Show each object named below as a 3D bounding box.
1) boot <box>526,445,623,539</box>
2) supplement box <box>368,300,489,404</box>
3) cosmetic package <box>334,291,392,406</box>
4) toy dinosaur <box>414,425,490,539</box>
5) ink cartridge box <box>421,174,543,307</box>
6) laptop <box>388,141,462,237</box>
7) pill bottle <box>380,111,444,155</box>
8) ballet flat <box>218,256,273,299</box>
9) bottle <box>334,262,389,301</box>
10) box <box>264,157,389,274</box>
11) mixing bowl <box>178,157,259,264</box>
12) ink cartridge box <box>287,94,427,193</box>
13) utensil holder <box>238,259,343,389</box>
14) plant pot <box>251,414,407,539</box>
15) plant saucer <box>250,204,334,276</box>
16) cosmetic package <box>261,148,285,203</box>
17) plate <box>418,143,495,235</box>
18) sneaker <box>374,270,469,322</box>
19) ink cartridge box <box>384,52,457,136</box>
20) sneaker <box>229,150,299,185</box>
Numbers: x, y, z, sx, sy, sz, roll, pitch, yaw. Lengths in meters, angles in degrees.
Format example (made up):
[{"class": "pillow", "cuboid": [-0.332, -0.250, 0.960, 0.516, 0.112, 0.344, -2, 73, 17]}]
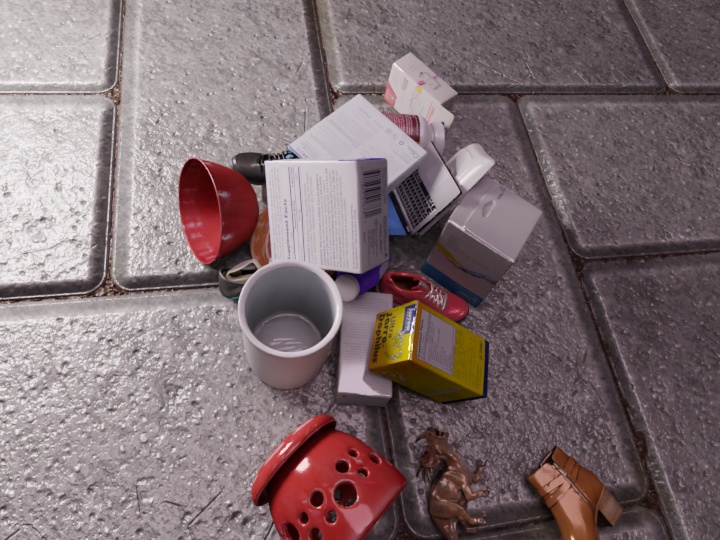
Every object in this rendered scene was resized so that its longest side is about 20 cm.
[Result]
[{"class": "boot", "cuboid": [0.350, 0.421, 0.959, 0.155, 0.074, 0.199, 45, 52, 12]}, {"class": "supplement box", "cuboid": [0.126, 0.152, 0.988, 0.199, 0.109, 0.110, 30, 56, -31]}, {"class": "cosmetic package", "cuboid": [0.007, 0.145, 1.039, 0.100, 0.072, 0.203, 6, 62, -6]}, {"class": "toy dinosaur", "cuboid": [0.147, 0.377, 0.944, 0.133, 0.086, 0.203, 10, 77, 7]}, {"class": "ink cartridge box", "cuboid": [0.239, -0.057, 1.111, 0.145, 0.201, 0.147, 34, 62, 8]}, {"class": "laptop", "cuboid": [0.064, -0.166, 1.081, 0.115, 0.200, 0.189, 31, 27, -37]}, {"class": "pill bottle", "cuboid": [0.087, -0.300, 1.260, 0.197, 0.113, 0.115, 2, 62, -8]}, {"class": "ballet flat", "cuboid": [-0.178, 0.011, 1.041, 0.197, 0.069, 0.068, -9, 29, 7]}, {"class": "bottle", "cuboid": [0.000, 0.000, 1.058, 0.082, 0.066, 0.200, 3, 21, 15]}, {"class": "box", "cuboid": [-0.057, -0.102, 0.968, 0.198, 0.187, 0.105, 7, 17, 31]}, {"class": "mixing bowl", "cuboid": [-0.267, -0.119, 1.076, 0.107, 0.200, 0.202, -11, 63, -37]}, {"class": "ink cartridge box", "cuboid": [-0.005, -0.226, 1.075, 0.200, 0.043, 0.196, -40, 74, -18]}, {"class": "utensil holder", "cuboid": [-0.124, 0.104, 0.964, 0.167, 0.201, 0.172, 4, 61, -7]}, {"class": "plant pot", "cuboid": [-0.052, 0.341, 0.860, 0.182, 0.201, 0.200, 41, 63, 20]}, {"class": "plant saucer", "cuboid": [-0.122, -0.057, 1.109, 0.197, 0.037, 0.203, -2, 77, 8]}, {"class": "cosmetic package", "cuboid": [-0.104, -0.174, 1.184, 0.197, 0.071, 0.106, 20, 60, 1]}, {"class": "plate", "cuboid": [0.177, -0.178, 1.130, 0.032, 0.200, 0.200, 41, 19, -14]}, {"class": "sneaker", "cuboid": [0.127, 0.053, 1.099, 0.197, 0.087, 0.075, 16, 62, -2]}, {"class": "ink cartridge box", "cuboid": [0.156, -0.407, 1.327, 0.067, 0.117, 0.200, -37, 75, -25]}, {"class": "sneaker", "cuboid": [-0.163, -0.214, 1.107, 0.197, 0.082, 0.074, 7, 61, -6]}]
